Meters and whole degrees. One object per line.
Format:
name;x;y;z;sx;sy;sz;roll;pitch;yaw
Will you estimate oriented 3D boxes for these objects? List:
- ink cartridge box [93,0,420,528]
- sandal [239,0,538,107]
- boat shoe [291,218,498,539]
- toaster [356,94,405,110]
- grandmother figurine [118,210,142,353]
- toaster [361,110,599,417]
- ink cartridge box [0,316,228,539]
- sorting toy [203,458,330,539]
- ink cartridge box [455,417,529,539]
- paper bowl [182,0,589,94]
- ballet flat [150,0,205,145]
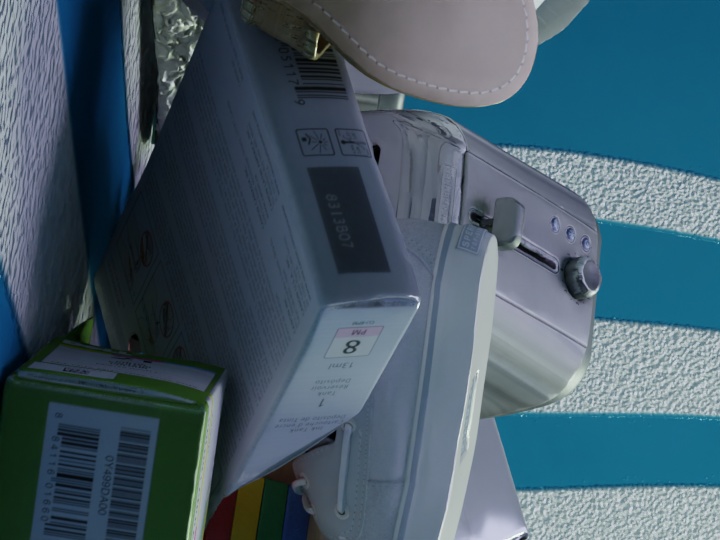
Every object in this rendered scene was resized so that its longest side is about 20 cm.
ink cartridge box;-0.047;0.006;1.074;0.200;0.057;0.163;114;-34;-50
sandal;-0.027;-0.124;1.003;0.070;0.211;0.078;20;-90;52
boat shoe;0.008;0.074;1.071;0.072;0.068;0.201;-55;155;-65
toaster;-0.031;-0.147;1.527;0.114;0.129;0.201;96;2;-68
grandmother figurine;-0.086;-0.012;1.331;0.200;0.060;0.122;69;37;-88
toaster;0.000;0.000;1.182;0.129;0.199;0.114;35;57;-49
ink cartridge box;-0.097;0.102;1.039;0.200;0.075;0.148;-68;166;-83
sorting toy;-0.082;0.169;1.173;0.199;0.069;0.201;-22;-123;60
ink cartridge box;-0.020;0.095;1.376;0.200;0.083;0.146;-17;-91;52
paper bowl;0.004;-0.152;1.091;0.201;0.200;0.105;98;0;-53
ballet flat;-0.071;-0.104;1.294;0.200;0.072;0.072;99;0;-69
